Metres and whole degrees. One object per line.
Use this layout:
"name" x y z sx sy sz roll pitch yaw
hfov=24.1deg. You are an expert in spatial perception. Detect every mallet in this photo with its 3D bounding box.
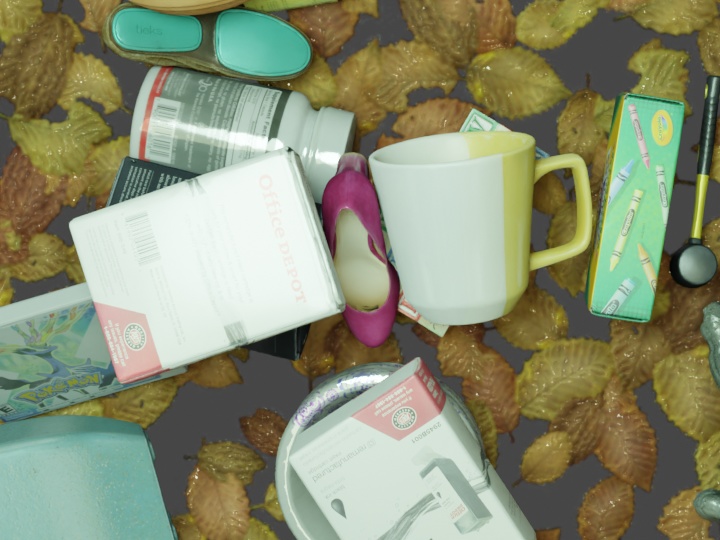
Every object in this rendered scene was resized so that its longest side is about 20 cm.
"mallet" 0.322 -0.082 1.579 0.041 0.066 0.202 7 96 3

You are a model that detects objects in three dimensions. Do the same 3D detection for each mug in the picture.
"mug" 0.106 -0.037 1.506 0.185 0.149 0.155 -2 104 18

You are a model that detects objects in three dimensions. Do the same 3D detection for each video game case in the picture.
"video game case" -0.286 0.078 1.600 0.198 0.183 0.022 -16 59 8

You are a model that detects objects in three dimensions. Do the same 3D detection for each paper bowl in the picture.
"paper bowl" 0.022 0.189 1.614 0.198 0.104 0.203 0 95 4

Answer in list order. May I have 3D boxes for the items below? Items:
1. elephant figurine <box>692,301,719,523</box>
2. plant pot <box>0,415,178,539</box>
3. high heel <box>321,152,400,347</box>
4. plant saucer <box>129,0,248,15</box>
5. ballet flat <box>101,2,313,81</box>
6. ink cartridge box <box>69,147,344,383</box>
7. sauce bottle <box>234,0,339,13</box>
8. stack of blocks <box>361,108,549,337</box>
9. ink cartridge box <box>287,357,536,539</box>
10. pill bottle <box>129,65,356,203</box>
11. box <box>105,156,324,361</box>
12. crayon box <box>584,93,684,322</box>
"elephant figurine" 0.393 0.146 1.573 0.154 0.141 0.202 20 81 -26
"plant pot" -0.283 0.236 1.609 0.198 0.196 0.198 -15 94 -9
"high heel" 0.000 0.000 1.522 0.067 0.096 0.202 1 120 4
"plant saucer" -0.139 -0.293 1.552 0.198 0.201 0.038 -7 129 6
"ballet flat" -0.146 -0.213 1.584 0.198 0.072 0.069 2 89 -17
"ink cartridge box" -0.126 -0.005 1.437 0.198 0.085 0.147 -18 89 5
"sauce bottle" -0.102 -0.273 1.598 0.198 0.065 0.065 -10 95 5
"stack of blocks" 0.081 -0.054 1.607 0.115 0.059 0.201 31 98 1
"ink cartridge box" 0.048 0.205 1.521 0.145 0.085 0.201 -33 95 8
"pill bottle" -0.109 -0.121 1.589 0.198 0.114 0.115 12 97 3
"box" -0.137 -0.008 1.574 0.198 0.148 0.105 14 66 2
"crayon box" 0.252 -0.061 1.561 0.058 0.119 0.202 9 96 4
